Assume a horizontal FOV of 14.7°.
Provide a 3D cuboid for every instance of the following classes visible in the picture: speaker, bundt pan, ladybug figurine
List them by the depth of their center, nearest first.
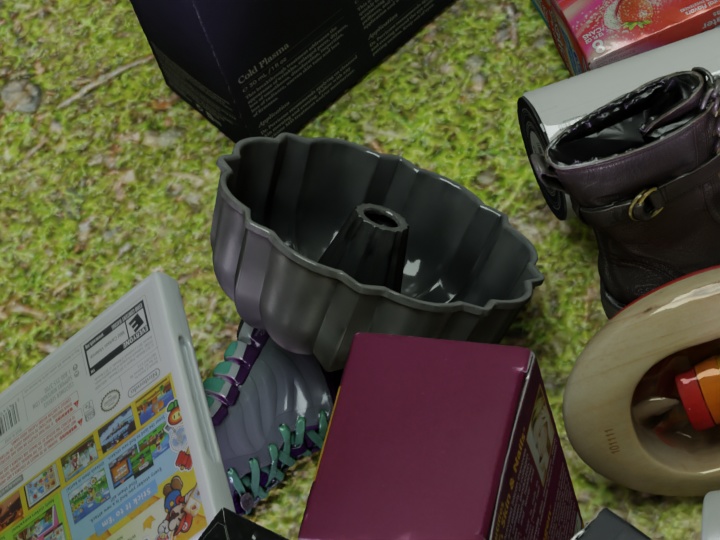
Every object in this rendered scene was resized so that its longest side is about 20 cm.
[{"bbox_3d":[0.209,0.053,1.564,0.200,0.136,0.072,-16,27,8],"label":"ladybug figurine"},{"bbox_3d":[0.000,0.000,1.632,0.202,0.076,0.202,18,24,-9],"label":"bundt pan"},{"bbox_3d":[0.199,-0.099,1.655,0.200,0.081,0.081,-19,54,-7],"label":"speaker"}]

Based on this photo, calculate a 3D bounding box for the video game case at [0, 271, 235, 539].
[{"bbox_3d":[-0.162,0.126,1.614,0.200,0.023,0.182,-37,49,25],"label":"video game case"}]

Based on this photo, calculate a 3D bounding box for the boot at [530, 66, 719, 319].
[{"bbox_3d":[0.201,-0.051,1.554,0.200,0.174,0.069,-25,53,-3],"label":"boot"}]

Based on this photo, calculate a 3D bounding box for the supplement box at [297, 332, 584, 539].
[{"bbox_3d":[0.048,0.142,1.494,0.103,0.200,0.131,6,57,18],"label":"supplement box"}]

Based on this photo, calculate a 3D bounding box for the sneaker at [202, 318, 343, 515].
[{"bbox_3d":[-0.054,0.096,1.633,0.087,0.074,0.200,17,62,19],"label":"sneaker"}]

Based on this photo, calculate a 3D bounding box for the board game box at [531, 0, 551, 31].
[{"bbox_3d":[0.191,-0.247,1.749,0.200,0.151,0.047,-26,54,-3],"label":"board game box"}]

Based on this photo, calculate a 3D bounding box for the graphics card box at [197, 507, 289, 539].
[{"bbox_3d":[-0.017,0.216,1.461,0.125,0.200,0.051,24,62,28],"label":"graphics card box"}]

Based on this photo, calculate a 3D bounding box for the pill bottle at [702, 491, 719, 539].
[{"bbox_3d":[0.284,0.156,1.465,0.200,0.114,0.115,-4,56,13],"label":"pill bottle"}]

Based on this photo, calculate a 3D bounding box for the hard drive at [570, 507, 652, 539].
[{"bbox_3d":[0.107,0.223,1.423,0.038,0.200,0.140,34,71,31],"label":"hard drive"}]

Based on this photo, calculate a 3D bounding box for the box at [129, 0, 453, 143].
[{"bbox_3d":[-0.044,-0.207,1.767,0.200,0.182,0.104,-40,56,-14],"label":"box"}]

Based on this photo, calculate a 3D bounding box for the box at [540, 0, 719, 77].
[{"bbox_3d":[0.219,-0.172,1.725,0.200,0.096,0.100,-24,53,-1],"label":"box"}]
